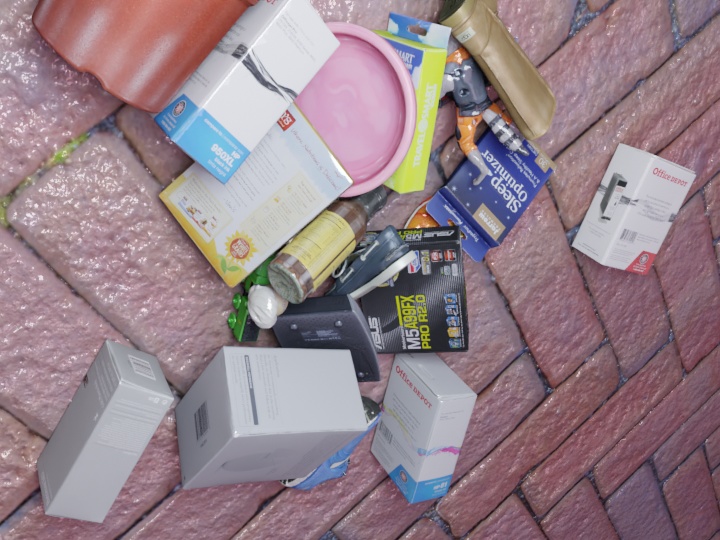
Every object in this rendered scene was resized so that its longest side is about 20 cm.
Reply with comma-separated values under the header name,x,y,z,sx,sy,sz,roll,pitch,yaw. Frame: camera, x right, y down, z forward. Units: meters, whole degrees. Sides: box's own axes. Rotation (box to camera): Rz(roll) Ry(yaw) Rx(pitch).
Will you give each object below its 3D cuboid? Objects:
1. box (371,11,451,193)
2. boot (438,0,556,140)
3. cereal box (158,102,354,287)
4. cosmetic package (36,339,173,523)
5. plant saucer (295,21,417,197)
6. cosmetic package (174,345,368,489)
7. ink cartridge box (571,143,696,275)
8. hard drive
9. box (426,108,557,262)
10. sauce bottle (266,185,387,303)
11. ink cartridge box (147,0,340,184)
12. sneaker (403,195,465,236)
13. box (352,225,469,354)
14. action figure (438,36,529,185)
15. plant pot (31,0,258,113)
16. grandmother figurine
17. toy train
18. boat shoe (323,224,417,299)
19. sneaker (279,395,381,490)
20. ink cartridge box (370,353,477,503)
name,x,y,z,sx,sy,sz,roll,pitch,yaw
box,0.045,-0.216,0.908,0.047,0.121,0.205,-12,121,-38
boot,0.188,-0.298,0.930,0.200,0.065,0.178,42,54,-27
cereal box,-0.124,-0.098,0.853,0.199,0.040,0.145,-38,92,6
cosmetic package,-0.332,0.208,0.915,0.089,0.107,0.202,29,96,-39
plant saucer,-0.022,-0.195,0.866,0.051,0.196,0.205,-39,146,-64
cosmetic package,-0.128,0.203,0.977,0.196,0.125,0.199,7,145,-33
ink cartridge box,0.490,-0.108,1.272,0.144,0.083,0.204,9,110,-35
hard drive,-0.044,0.102,1.018,0.131,0.043,0.202,-5,144,11
box,0.196,-0.125,1.048,0.121,0.032,0.201,43,73,-11
sauce bottle,-0.035,-0.042,0.887,0.200,0.064,0.066,-45,135,-36
ink cartridge box,-0.136,-0.218,0.782,0.201,0.145,0.084,-49,131,2
sneaker,0.147,-0.082,1.077,0.198,0.077,0.074,-32,129,-11
box,0.079,0.034,1.063,0.156,0.045,0.204,-2,123,11
action figure,0.174,-0.250,0.976,0.199,0.104,0.196,-38,109,-14
plant pot,-0.203,-0.279,0.690,0.199,0.202,0.196,30,106,-39
grandmother figurine,-0.081,-0.009,0.928,0.201,0.059,0.123,-55,146,-31
toy train,-0.138,0.004,0.957,0.041,0.056,0.204,4,113,-33
boat shoe,0.000,0.000,0.973,0.074,0.199,0.063,-31,88,-34
sneaker,-0.044,0.286,1.165,0.199,0.079,0.089,-39,136,3
ink cartridge box,0.102,0.256,1.185,0.083,0.144,0.205,-2,116,-30
